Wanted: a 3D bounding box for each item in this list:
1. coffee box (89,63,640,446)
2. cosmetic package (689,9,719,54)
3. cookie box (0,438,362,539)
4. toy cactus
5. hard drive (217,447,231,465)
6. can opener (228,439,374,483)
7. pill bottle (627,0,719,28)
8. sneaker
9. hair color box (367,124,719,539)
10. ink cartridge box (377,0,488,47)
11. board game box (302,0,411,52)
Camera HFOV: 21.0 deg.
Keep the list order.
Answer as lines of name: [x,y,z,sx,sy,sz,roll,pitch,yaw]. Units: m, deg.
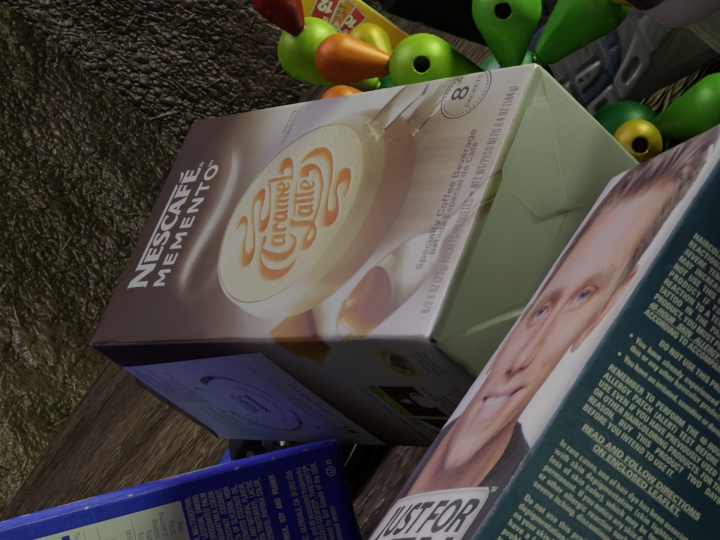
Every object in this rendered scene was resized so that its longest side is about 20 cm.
coffee box: [0.000,0.000,0.740,0.200,0.080,0.115,-5,55,48]
cosmetic package: [0.170,-0.109,0.586,0.105,0.071,0.200,-53,7,0]
cookie box: [-0.115,0.132,0.778,0.199,0.076,0.171,-13,-6,-19]
toy cactus: [0.062,-0.064,0.793,0.165,0.199,0.103,76,-160,-49]
hard drive: [-0.016,0.046,1.163,0.200,0.025,0.132,-57,8,-28]
can opener: [0.011,0.035,0.912,0.200,0.063,0.079,-49,8,25]
pill bottle: [0.049,-0.171,0.566,0.111,0.200,0.111,-52,8,10]
sneaker: [0.149,-0.127,0.807,0.087,0.075,0.200,-23,-5,-45]
hair color box: [0.058,0.057,0.534,0.200,0.060,0.100,-54,8,-17]
ink cartridge box: [0.103,-0.137,0.889,0.095,0.199,0.037,-48,52,29]
board game box: [0.024,-0.090,0.884,0.030,0.200,0.096,-52,8,2]
